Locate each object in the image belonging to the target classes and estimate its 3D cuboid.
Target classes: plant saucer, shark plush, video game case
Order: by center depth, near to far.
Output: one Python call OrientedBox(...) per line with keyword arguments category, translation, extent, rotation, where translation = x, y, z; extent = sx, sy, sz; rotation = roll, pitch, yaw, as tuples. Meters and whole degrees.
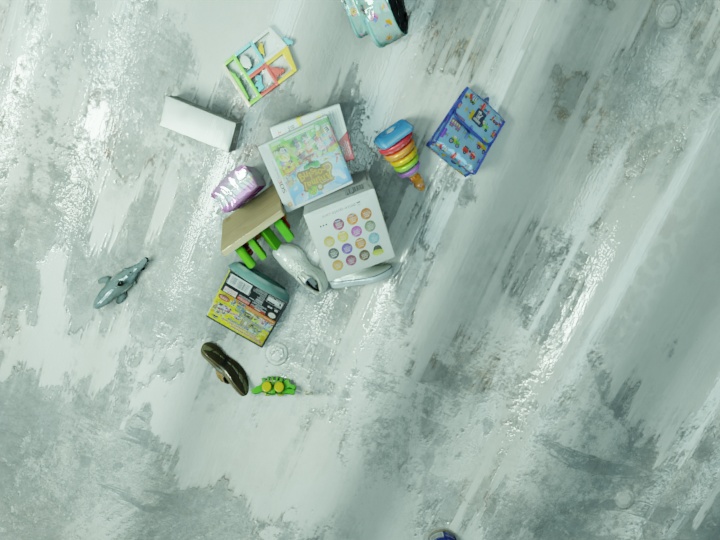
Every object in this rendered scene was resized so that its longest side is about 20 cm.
OrientedBox(category="video game case", translation=(-0.139, -0.273, 1.442), extent=(0.195, 0.022, 0.186), rotation=(-22, 111, 4))
OrientedBox(category="plant saucer", translation=(-0.279, 0.026, 1.573), extent=(0.197, 0.200, 0.028), rotation=(31, 88, -10))
OrientedBox(category="shark plush", translation=(-0.679, 0.040, 1.613), extent=(0.195, 0.084, 0.093), rotation=(-27, 104, 4))
OrientedBox(category="video game case", translation=(-0.336, 0.111, 1.661), extent=(0.196, 0.026, 0.183), rotation=(30, 113, -10))

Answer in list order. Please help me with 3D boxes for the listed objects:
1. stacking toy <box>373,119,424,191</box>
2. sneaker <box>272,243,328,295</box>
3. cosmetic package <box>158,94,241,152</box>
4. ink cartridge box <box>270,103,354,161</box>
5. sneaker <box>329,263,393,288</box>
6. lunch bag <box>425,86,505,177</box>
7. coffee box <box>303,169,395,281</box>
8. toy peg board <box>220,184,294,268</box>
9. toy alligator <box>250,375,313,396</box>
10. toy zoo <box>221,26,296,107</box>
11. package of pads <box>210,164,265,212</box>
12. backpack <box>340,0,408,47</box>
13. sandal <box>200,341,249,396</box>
OrientedBox(category="stacking toy", translation=(0.127, -0.305, 1.566), extent=(0.108, 0.117, 0.202), rotation=(-33, 118, 1))
OrientedBox(category="sneaker", translation=(-0.173, -0.005, 1.625), extent=(0.198, 0.087, 0.075), rotation=(38, 102, -10))
OrientedBox(category="cosmetic package", translation=(-0.426, -0.393, 1.502), extent=(0.194, 0.107, 0.093), rotation=(18, 104, -5))
OrientedBox(category="ink cartridge box", translation=(-0.128, -0.347, 1.508), extent=(0.194, 0.145, 0.150), rotation=(-17, 107, 3))
OrientedBox(category="sneaker", translation=(0.000, 0.000, 1.641), extent=(0.193, 0.073, 0.073), rotation=(-12, 109, 1))
OrientedBox(category="lunch bag", translation=(0.302, -0.391, 1.559), extent=(0.149, 0.094, 0.203), rotation=(34, 89, -10))
OrientedBox(category="coffee box", translation=(-0.032, -0.126, 1.532), extent=(0.194, 0.201, 0.203), rotation=(-19, 114, 3))
OrientedBox(category="toy peg board", translation=(-0.277, -0.115, 1.545), extent=(0.197, 0.201, 0.099), rotation=(-33, 121, 6))
OrientedBox(category="toy alligator", translation=(-0.242, 0.356, 1.735), extent=(0.192, 0.060, 0.056), rotation=(2, 65, -3))
OrientedBox(category="toy zoo", translation=(-0.260, -0.556, 1.511), extent=(0.197, 0.021, 0.133), rotation=(-33, 104, 6))
OrientedBox(category="package of pads", translation=(-0.323, -0.221, 1.503), extent=(0.119, 0.200, 0.076), rotation=(-38, 99, 4))
OrientedBox(category="backpack", translation=(0.038, -0.671, 1.419), extent=(0.150, 0.177, 0.203), rotation=(-26, 106, 22))
OrientedBox(category="sandal", translation=(-0.415, 0.304, 1.701), extent=(0.054, 0.082, 0.200), rotation=(-38, 105, 25))
